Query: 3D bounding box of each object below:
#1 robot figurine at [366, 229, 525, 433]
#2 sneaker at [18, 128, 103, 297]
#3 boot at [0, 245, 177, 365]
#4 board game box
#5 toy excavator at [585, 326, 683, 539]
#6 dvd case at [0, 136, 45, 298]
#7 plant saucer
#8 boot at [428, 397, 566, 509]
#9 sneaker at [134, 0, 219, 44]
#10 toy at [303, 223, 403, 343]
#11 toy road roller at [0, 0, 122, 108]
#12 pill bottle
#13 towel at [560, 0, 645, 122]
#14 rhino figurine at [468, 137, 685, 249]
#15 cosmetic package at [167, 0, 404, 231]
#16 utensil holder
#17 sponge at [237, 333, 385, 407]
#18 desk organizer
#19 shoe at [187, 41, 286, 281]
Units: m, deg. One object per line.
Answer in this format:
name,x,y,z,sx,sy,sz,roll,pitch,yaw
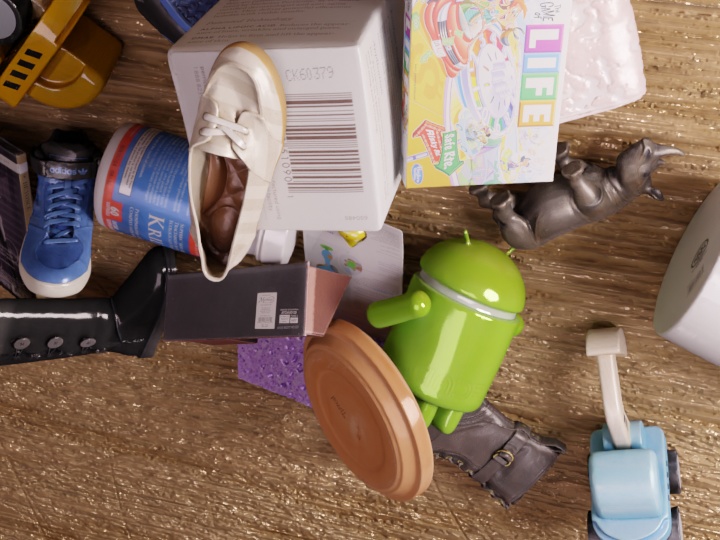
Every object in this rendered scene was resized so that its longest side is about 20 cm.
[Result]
robot figurine,0.092,0.058,1.028,0.174,0.115,0.203,12,106,-42
sneaker,-0.305,-0.070,1.050,0.075,0.201,0.113,5,125,-9
boot,-0.312,0.038,1.135,0.197,0.066,0.166,2,130,-27
board game box,0.102,-0.170,0.856,0.132,0.034,0.203,-4,119,-7
toy excavator,0.276,0.183,1.081,0.098,0.197,0.201,-6,148,20
dvd case,-0.406,-0.066,1.150,0.148,0.016,0.203,29,132,33
plant saucer,-0.001,0.147,1.056,0.200,0.032,0.203,41,145,37
boot,0.113,0.214,1.178,0.174,0.070,0.200,41,121,-10
sneaker,-0.201,-0.289,0.957,0.202,0.070,0.078,57,154,-3
toy,0.000,0.000,1.082,0.114,0.047,0.202,21,144,20
toy road roller,-0.329,-0.208,1.017,0.145,0.124,0.200,35,124,-21
pill bottle,-0.160,-0.071,1.053,0.197,0.113,0.114,17,125,5
towel,0.138,-0.215,0.886,0.188,0.032,0.202,-17,118,5
rhino figurine,0.208,-0.077,0.971,0.198,0.060,0.088,-20,133,26
cosmetic package,-0.047,-0.155,0.913,0.162,0.201,0.167,1,122,14
utensil holder,0.388,0.027,0.923,0.198,0.171,0.171,26,125,3
sponge,-0.052,0.103,1.155,0.197,0.030,0.113,19,126,21
desk organizer,-0.109,0.039,1.075,0.198,0.077,0.073,-5,78,36
shoe,-0.101,-0.081,0.820,0.069,0.054,0.202,15,124,5
